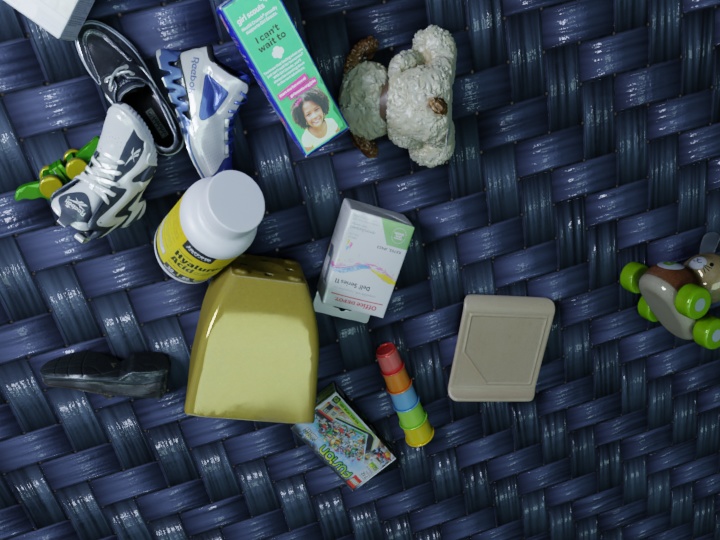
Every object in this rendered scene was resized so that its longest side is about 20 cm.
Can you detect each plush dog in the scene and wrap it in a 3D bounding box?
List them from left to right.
[{"bbox_3d":[0.049,-0.241,0.888,0.166,0.161,0.207,4,112,15],"label":"plush dog"}]

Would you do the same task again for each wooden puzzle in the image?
[{"bbox_3d":[0.259,0.144,1.145,0.179,0.037,0.207,3,107,-14],"label":"wooden puzzle"}]

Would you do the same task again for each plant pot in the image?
[{"bbox_3d":[-0.156,0.089,0.944,0.189,0.195,0.206,8,106,-16],"label":"plant pot"}]

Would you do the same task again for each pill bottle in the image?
[{"bbox_3d":[-0.208,-0.061,0.851,0.109,0.198,0.115,12,67,-30],"label":"pill bottle"}]

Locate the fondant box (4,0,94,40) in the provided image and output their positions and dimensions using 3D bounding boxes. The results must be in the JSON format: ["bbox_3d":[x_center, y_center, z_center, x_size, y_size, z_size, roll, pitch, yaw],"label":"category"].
[{"bbox_3d":[-0.374,-0.412,0.742,0.142,0.058,0.203,32,101,-12],"label":"fondant box"}]

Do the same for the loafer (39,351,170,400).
[{"bbox_3d":[-0.406,0.177,0.984,0.193,0.073,0.074,4,116,-13],"label":"loafer"}]

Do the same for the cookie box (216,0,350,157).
[{"bbox_3d":[-0.106,-0.271,0.812,0.074,0.172,0.203,-32,116,0],"label":"cookie box"}]

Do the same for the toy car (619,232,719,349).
[{"bbox_3d":[0.608,0.008,1.104,0.200,0.164,0.158,-45,115,-3],"label":"toy car"}]

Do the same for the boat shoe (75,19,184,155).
[{"bbox_3d":[-0.309,-0.243,0.818,0.071,0.068,0.203,-33,103,-4],"label":"boat shoe"}]

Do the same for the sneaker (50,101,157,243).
[{"bbox_3d":[-0.342,-0.114,0.806,0.079,0.130,0.200,37,136,1],"label":"sneaker"}]

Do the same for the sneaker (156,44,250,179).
[{"bbox_3d":[-0.197,-0.221,0.861,0.112,0.081,0.205,-18,113,-2],"label":"sneaker"}]

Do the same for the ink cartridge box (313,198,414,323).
[{"bbox_3d":[0.000,0.000,1.004,0.114,0.068,0.205,13,109,-18],"label":"ink cartridge box"}]

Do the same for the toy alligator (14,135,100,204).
[{"bbox_3d":[-0.385,-0.143,0.862,0.198,0.059,0.055,-37,127,-10],"label":"toy alligator"}]

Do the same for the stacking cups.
[{"bbox_3d":[0.080,0.227,1.119,0.059,0.061,0.204,-22,115,-3],"label":"stacking cups"}]

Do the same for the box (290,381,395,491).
[{"bbox_3d":[-0.031,0.312,1.144,0.109,0.035,0.201,-37,115,4],"label":"box"}]
